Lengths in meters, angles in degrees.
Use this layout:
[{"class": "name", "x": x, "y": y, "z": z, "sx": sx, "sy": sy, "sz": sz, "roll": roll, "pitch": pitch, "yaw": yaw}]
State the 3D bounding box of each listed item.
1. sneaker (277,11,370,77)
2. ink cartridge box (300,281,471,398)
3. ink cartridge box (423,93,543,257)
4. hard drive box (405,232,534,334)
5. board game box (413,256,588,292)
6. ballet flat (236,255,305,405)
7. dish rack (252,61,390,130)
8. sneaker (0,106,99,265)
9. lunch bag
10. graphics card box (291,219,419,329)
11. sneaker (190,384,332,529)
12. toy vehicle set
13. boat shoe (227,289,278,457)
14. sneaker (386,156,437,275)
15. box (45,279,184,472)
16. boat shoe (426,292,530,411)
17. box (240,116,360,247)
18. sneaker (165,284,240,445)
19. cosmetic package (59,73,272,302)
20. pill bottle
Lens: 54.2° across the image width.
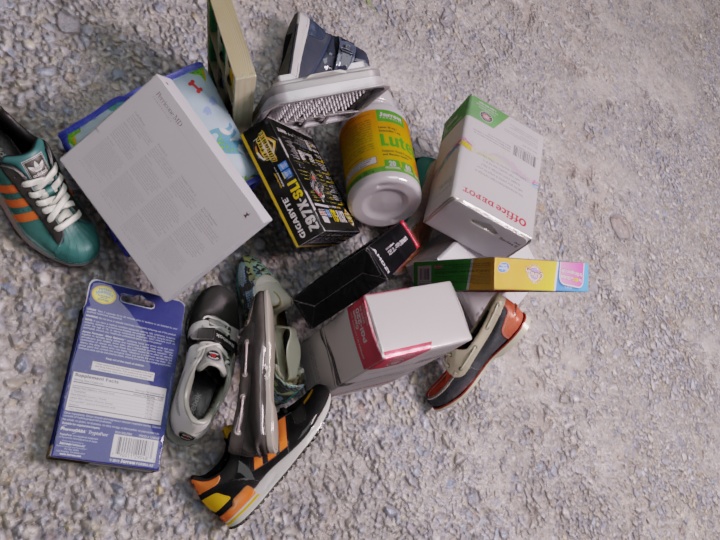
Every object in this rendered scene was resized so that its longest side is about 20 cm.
[{"class": "sneaker", "x": -0.057, "y": -0.288, "z": 1.088, "sx": 0.144, "sy": 0.077, "sz": 0.206, "roll": 22, "pitch": 63, "yaw": -24}, {"class": "ink cartridge box", "x": 0.024, "y": 0.095, "z": 0.912, "sx": 0.143, "sy": 0.200, "sz": 0.086, "roll": -7, "pitch": 69, "yaw": -34}, {"class": "ink cartridge box", "x": 0.187, "y": -0.137, "z": 1.054, "sx": 0.143, "sy": 0.087, "sz": 0.203, "roll": 25, "pitch": 56, "yaw": -17}, {"class": "hard drive box", "x": 0.184, "y": 0.001, "z": 1.111, "sx": 0.199, "sy": 0.076, "sz": 0.158, "roll": -39, "pitch": 106, "yaw": -36}, {"class": "board game box", "x": 0.194, "y": 0.008, "z": 0.970, "sx": 0.197, "sy": 0.152, "sz": 0.041, "roll": 2, "pitch": 87, "yaw": -37}, {"class": "ballet flat", "x": -0.110, "y": 0.069, "z": 0.917, "sx": 0.073, "sy": 0.074, "sz": 0.204, "roll": -8, "pitch": 77, "yaw": -34}, {"class": "dish rack", "x": -0.063, "y": -0.227, "z": 0.933, "sx": 0.168, "sy": 0.200, "sz": 0.045, "roll": -14, "pitch": 94, "yaw": -16}, {"class": "sneaker", "x": -0.369, "y": -0.094, "z": 0.796, "sx": 0.201, "sy": 0.080, "sz": 0.071, "roll": 50, "pitch": 51, "yaw": -8}, {"class": "lunch bag", "x": -0.248, "y": -0.137, "z": 0.884, "sx": 0.198, "sy": 0.127, "sz": 0.172, "roll": -31, "pitch": 95, "yaw": -22}, {"class": "graphics card box", "x": 0.000, "y": 0.000, "z": 0.929, "sx": 0.051, "sy": 0.124, "sz": 0.200, "roll": 56, "pitch": 20, "yaw": -2}, {"class": "sneaker", "x": -0.117, "y": 0.202, "z": 0.844, "sx": 0.090, "sy": 0.070, "sz": 0.201, "roll": 42, "pitch": 70, "yaw": -6}, {"class": "toy vehicle set", "x": -0.172, "y": -0.250, "z": 0.921, "sx": 0.026, "sy": 0.200, "sz": 0.127, "roll": -15, "pitch": 75, "yaw": -16}, {"class": "boat shoe", "x": -0.129, "y": 0.117, "z": 0.828, "sx": 0.056, "sy": 0.067, "sz": 0.204, "roll": -4, "pitch": 63, "yaw": -2}, {"class": "sneaker", "x": 0.071, "y": -0.088, "z": 1.103, "sx": 0.203, "sy": 0.079, "sz": 0.071, "roll": -64, "pitch": 147, "yaw": -16}, {"class": "box", "x": -0.276, "y": 0.121, "z": 0.813, "sx": 0.119, "sy": 0.032, "sz": 0.204, "roll": 17, "pitch": 65, "yaw": -27}, {"class": "boat shoe", "x": 0.156, "y": 0.119, "z": 1.008, "sx": 0.062, "sy": 0.201, "sz": 0.071, "roll": 36, "pitch": 21, "yaw": -10}, {"class": "box", "x": -0.075, "y": -0.113, "z": 0.953, "sx": 0.162, "sy": 0.049, "sz": 0.200, "roll": 64, "pitch": 13, "yaw": 3}, {"class": "sneaker", "x": -0.177, "y": 0.104, "z": 0.851, "sx": 0.073, "sy": 0.088, "sz": 0.204, "roll": 19, "pitch": 61, "yaw": -23}, {"class": "cosmetic package", "x": -0.219, "y": -0.092, "z": 0.801, "sx": 0.202, "sy": 0.150, "sz": 0.052, "roll": 54, "pitch": 10, "yaw": -3}, {"class": "pill bottle", "x": 0.024, "y": -0.179, "z": 1.062, "sx": 0.109, "sy": 0.111, "sz": 0.203, "roll": 12, "pitch": 52, "yaw": -28}]
